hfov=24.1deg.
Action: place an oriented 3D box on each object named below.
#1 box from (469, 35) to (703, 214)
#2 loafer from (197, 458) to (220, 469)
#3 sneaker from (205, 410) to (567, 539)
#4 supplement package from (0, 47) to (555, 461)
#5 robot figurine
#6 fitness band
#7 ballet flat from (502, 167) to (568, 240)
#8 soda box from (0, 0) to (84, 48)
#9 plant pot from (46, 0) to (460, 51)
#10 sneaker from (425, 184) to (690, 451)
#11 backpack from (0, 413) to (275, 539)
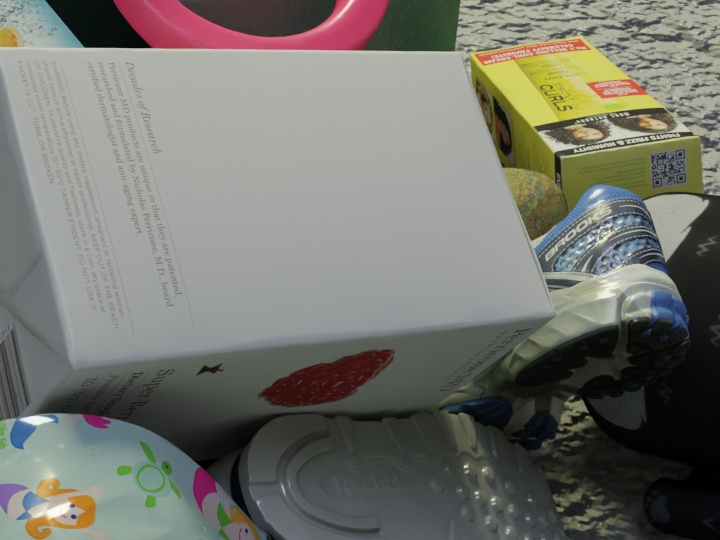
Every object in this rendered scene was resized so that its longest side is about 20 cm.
[{"bbox_3d":[0.115,-0.073,0.894,0.075,0.050,0.200,-9,22,-5],"label":"box"},{"bbox_3d":[-0.073,0.101,0.739,0.071,0.073,0.200,9,35,24],"label":"loafer"},{"bbox_3d":[0.006,0.105,0.685,0.199,0.080,0.077,17,46,-42],"label":"sneaker"},{"bbox_3d":[-0.051,-0.003,0.634,0.199,0.121,0.120,-5,67,-34],"label":"supplement package"},{"bbox_3d":[0.175,0.031,0.742,0.124,0.151,0.199,-25,23,-37],"label":"robot figurine"},{"bbox_3d":[-0.051,-0.174,0.771,0.143,0.037,0.201,15,62,-25],"label":"fitness band"},{"bbox_3d":[0.000,0.000,0.800,0.199,0.071,0.071,-17,37,19],"label":"ballet flat"},{"bbox_3d":[-0.126,-0.036,0.727,0.200,0.063,0.068,51,42,-4],"label":"soda box"},{"bbox_3d":[-0.056,-0.128,0.909,0.199,0.197,0.196,-18,43,-25],"label":"plant pot"},{"bbox_3d":[0.063,0.026,0.735,0.077,0.200,0.086,17,58,-34],"label":"sneaker"},{"bbox_3d":[-0.101,0.149,0.555,0.177,0.200,0.151,-22,36,10],"label":"backpack"}]
